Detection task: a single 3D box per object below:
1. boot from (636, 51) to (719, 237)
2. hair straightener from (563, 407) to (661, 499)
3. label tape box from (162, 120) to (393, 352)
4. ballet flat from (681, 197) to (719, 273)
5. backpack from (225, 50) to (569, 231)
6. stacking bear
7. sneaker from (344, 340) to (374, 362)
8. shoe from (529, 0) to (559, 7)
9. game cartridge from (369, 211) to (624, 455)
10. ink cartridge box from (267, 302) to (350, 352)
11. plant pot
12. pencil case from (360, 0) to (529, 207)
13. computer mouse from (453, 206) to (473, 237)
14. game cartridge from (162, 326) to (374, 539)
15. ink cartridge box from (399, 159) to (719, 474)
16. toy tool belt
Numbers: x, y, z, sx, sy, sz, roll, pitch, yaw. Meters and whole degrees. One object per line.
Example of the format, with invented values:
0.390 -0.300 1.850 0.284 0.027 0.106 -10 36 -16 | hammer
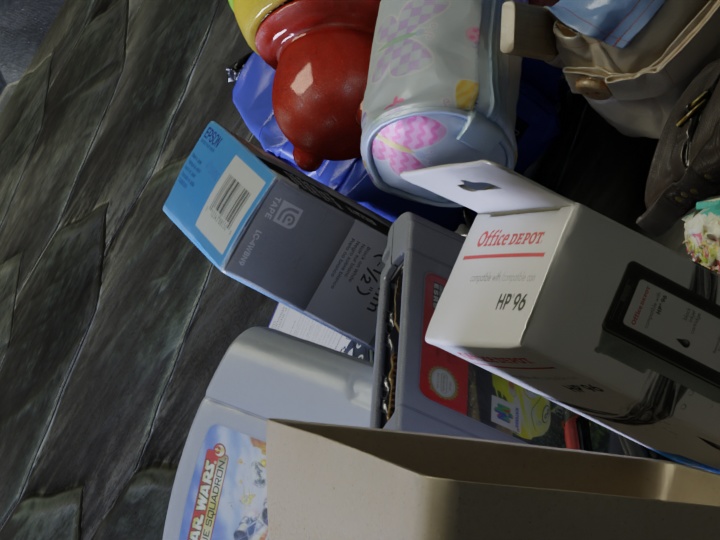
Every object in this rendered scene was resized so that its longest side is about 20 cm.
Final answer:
0.205 -0.114 1.260 0.200 0.069 0.174 -55 4 -11 | boot
0.135 0.065 1.257 0.077 0.041 0.201 -17 35 10 | hair straightener
0.000 0.000 1.459 0.066 0.199 0.143 -61 22 5 | label tape box
0.207 -0.014 1.139 0.200 0.075 0.064 158 104 -72 | ballet flat
0.052 -0.121 1.584 0.200 0.162 0.168 -51 41 13 | backpack
-0.022 -0.155 1.481 0.121 0.113 0.201 -29 59 32 | stacking bear
0.024 0.089 1.507 0.109 0.070 0.200 -70 15 -12 | sneaker
0.150 -0.207 1.509 0.071 0.091 0.201 -33 35 60 | shoe
0.070 0.062 1.294 0.041 0.133 0.201 -51 22 34 | game cartridge
-0.036 0.097 1.726 0.199 0.047 0.200 -67 15 -4 | ink cartridge box
0.071 0.167 1.055 0.200 0.199 0.178 -169 86 -70 | plant pot
0.053 -0.130 1.408 0.090 0.083 0.201 -17 45 32 | pencil case
0.072 0.004 1.482 0.044 0.110 0.200 -24 5 -12 | computer mouse
-0.040 0.138 1.346 0.041 0.133 0.201 -1 -75 -62 | game cartridge
0.107 0.025 1.120 0.068 0.199 0.116 -67 17 -9 | ink cartridge box
0.155 -0.177 1.375 0.125 0.123 0.201 7 68 61 | toy tool belt
